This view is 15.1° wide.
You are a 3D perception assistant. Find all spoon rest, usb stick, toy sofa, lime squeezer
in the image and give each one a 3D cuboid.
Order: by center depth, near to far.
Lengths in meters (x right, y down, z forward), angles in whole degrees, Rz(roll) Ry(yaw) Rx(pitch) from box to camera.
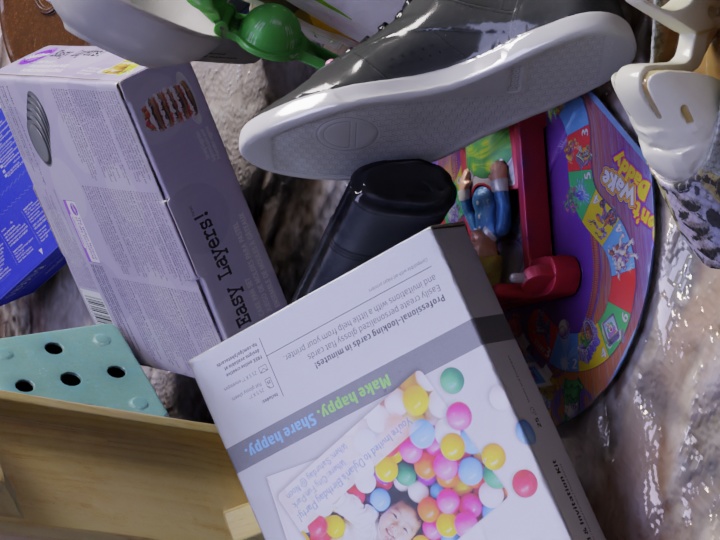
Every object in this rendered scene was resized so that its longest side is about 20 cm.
[{"bbox_3d":[-0.134,0.118,1.355,0.098,0.200,0.083,-53,43,31],"label":"toy sofa"},{"bbox_3d":[-0.045,-0.140,1.355,0.071,0.200,0.038,-37,21,14],"label":"lime squeezer"},{"bbox_3d":[0.000,0.000,1.368,0.200,0.055,0.033,118,146,-61],"label":"usb stick"},{"bbox_3d":[-0.127,-0.149,1.422,0.061,0.099,0.200,-65,18,5],"label":"spoon rest"}]

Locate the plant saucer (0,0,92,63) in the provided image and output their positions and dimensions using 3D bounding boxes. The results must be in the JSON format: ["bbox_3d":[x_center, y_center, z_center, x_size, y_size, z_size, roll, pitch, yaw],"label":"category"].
[{"bbox_3d":[-0.186,-0.190,1.732,0.200,0.034,0.200,-3,87,57],"label":"plant saucer"}]

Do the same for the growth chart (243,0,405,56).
[{"bbox_3d":[-0.019,-0.166,1.353,0.145,0.200,0.018,-44,16,41],"label":"growth chart"}]

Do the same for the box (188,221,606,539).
[{"bbox_3d":[0.022,0.100,1.291,0.156,0.041,0.200,-28,81,29],"label":"box"}]

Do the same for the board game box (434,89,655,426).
[{"bbox_3d":[0.068,-0.024,1.315,0.200,0.039,0.158,55,134,42],"label":"board game box"}]

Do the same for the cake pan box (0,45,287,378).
[{"bbox_3d":[-0.122,-0.029,1.536,0.184,0.052,0.200,9,124,62],"label":"cake pan box"}]

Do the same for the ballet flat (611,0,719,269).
[{"bbox_3d":[0.141,-0.101,1.175,0.072,0.072,0.201,10,99,58],"label":"ballet flat"}]

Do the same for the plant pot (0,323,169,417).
[{"bbox_3d":[-0.182,0.140,1.589,0.141,0.141,0.200,56,144,42],"label":"plant pot"}]

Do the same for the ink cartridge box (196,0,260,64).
[{"bbox_3d":[-0.055,-0.216,1.472,0.200,0.087,0.145,-30,64,52],"label":"ink cartridge box"}]

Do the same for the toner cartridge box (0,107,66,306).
[{"bbox_3d":[-0.206,-0.054,1.726,0.200,0.043,0.095,-35,80,52],"label":"toner cartridge box"}]

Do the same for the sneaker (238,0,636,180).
[{"bbox_3d":[0.031,-0.113,1.298,0.200,0.071,0.099,-20,59,19],"label":"sneaker"}]
